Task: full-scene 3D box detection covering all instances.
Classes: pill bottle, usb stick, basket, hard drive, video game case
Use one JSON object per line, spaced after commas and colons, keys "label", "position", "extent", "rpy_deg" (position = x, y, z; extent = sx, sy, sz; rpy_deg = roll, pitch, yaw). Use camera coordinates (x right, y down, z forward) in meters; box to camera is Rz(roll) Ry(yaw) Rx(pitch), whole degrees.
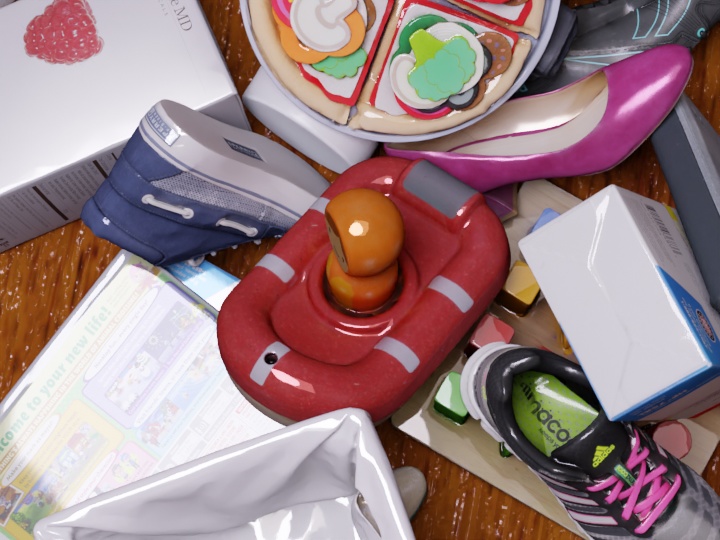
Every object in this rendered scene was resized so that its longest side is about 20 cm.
{"label": "pill bottle", "position": [0.013, -0.171, 1.006], "extent": [0.113, 0.113, 0.200], "rpy_deg": [33, 84, 6]}
{"label": "usb stick", "position": [0.049, -0.189, 0.940], "extent": [0.200, 0.033, 0.056], "rpy_deg": [31, 85, -13]}
{"label": "basket", "position": [-0.065, 0.179, 0.853], "extent": [0.199, 0.123, 0.136], "rpy_deg": [-19, 75, -2]}
{"label": "hard drive", "position": [0.238, -0.011, 0.917], "extent": [0.033, 0.200, 0.140], "rpy_deg": [-33, 125, 21]}
{"label": "video game case", "position": [-0.137, 0.115, 0.942], "extent": [0.182, 0.022, 0.200], "rpy_deg": [37, 84, 5]}

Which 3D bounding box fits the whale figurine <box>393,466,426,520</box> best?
{"label": "whale figurine", "position": [0.000, 0.226, 0.963], "extent": [0.158, 0.104, 0.201], "rpy_deg": [-1, 57, 10]}

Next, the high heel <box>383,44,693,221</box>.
{"label": "high heel", "position": [0.112, -0.101, 0.956], "extent": [0.096, 0.200, 0.068], "rpy_deg": [34, 44, -31]}

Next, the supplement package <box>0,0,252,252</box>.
{"label": "supplement package", "position": [-0.188, -0.114, 0.998], "extent": [0.199, 0.120, 0.122], "rpy_deg": [-24, 79, -3]}

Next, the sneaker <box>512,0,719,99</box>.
{"label": "sneaker", "position": [0.194, -0.158, 1.029], "extent": [0.199, 0.075, 0.080], "rpy_deg": [-20, 94, 5]}

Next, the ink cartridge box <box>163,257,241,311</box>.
{"label": "ink cartridge box", "position": [-0.129, 0.096, 0.990], "extent": [0.116, 0.067, 0.200], "rpy_deg": [29, 82, 5]}

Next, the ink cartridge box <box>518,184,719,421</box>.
{"label": "ink cartridge box", "position": [0.182, 0.024, 0.884], "extent": [0.067, 0.200, 0.116], "rpy_deg": [-33, 70, 22]}

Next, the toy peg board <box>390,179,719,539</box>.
{"label": "toy peg board", "position": [0.152, 0.062, 0.973], "extent": [0.200, 0.098, 0.200], "rpy_deg": [30, 83, 5]}

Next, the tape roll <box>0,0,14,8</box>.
{"label": "tape roll", "position": [-0.289, -0.223, 0.978], "extent": [0.202, 0.202, 0.071], "rpy_deg": [-36, 83, -4]}

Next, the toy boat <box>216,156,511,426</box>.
{"label": "toy boat", "position": [0.000, 0.000, 0.893], "extent": [0.130, 0.131, 0.200], "rpy_deg": [33, 66, 20]}

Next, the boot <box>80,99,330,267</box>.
{"label": "boot", "position": [-0.090, -0.041, 0.970], "extent": [0.090, 0.200, 0.073], "rpy_deg": [-49, 52, 15]}

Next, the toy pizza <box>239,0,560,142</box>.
{"label": "toy pizza", "position": [0.025, -0.173, 0.906], "extent": [0.199, 0.032, 0.201], "rpy_deg": [-1, 110, -2]}

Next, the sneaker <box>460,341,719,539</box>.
{"label": "sneaker", "position": [0.142, 0.113, 0.871], "extent": [0.200, 0.087, 0.074], "rpy_deg": [41, 84, 7]}
